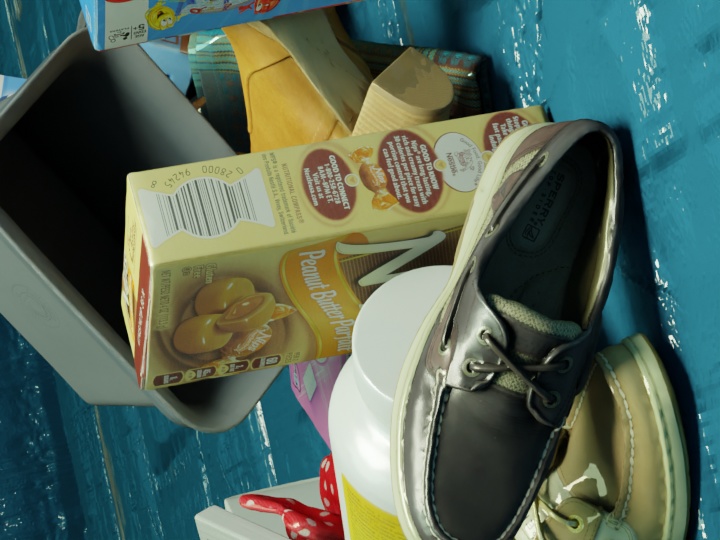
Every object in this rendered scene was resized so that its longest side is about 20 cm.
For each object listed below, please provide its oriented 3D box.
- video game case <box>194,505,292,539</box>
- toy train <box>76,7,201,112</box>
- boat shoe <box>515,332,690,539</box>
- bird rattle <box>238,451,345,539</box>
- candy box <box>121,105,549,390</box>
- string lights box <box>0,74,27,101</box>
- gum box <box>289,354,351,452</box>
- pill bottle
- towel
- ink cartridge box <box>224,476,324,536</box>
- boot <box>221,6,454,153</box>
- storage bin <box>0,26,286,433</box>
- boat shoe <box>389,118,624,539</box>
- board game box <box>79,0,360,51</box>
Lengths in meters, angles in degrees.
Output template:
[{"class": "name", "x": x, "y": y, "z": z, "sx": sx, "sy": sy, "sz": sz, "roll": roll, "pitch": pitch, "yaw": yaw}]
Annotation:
[{"class": "video game case", "x": -0.029, "y": 0.243, "z": 1.640, "sx": 0.143, "sy": 0.018, "sz": 0.201, "roll": 17, "pitch": 127, "yaw": 51}, {"class": "toy train", "x": -0.103, "y": -0.144, "z": 1.601, "sx": 0.201, "sy": 0.113, "sz": 0.087, "roll": -90, "pitch": 21, "yaw": -52}, {"class": "boat shoe", "x": 0.100, "y": 0.112, "z": 1.247, "sx": 0.074, "sy": 0.066, "sz": 0.201, "roll": -113, "pitch": 19, "yaw": -46}, {"class": "bird rattle", "x": 0.018, "y": 0.195, "z": 1.656, "sx": 0.163, "sy": 0.112, "sz": 0.201, "roll": 40, "pitch": 145, "yaw": 35}, {"class": "candy box", "x": -0.009, "y": -0.010, "z": 1.314, "sx": 0.116, "sy": 0.198, "sz": 0.056, "roll": 101, "pitch": 157, "yaw": -59}, {"class": "string lights box", "x": -0.149, "y": -0.046, "z": 1.643, "sx": 0.059, "sy": 0.198, "sz": 0.103, "roll": 115, "pitch": 161, "yaw": -61}, {"class": "gum box", "x": 0.000, "y": 0.000, "z": 1.579, "sx": 0.114, "sy": 0.066, "sz": 0.201, "roll": -126, "pitch": 28, "yaw": -58}, {"class": "pill bottle", "x": 0.043, "y": 0.090, "z": 1.330, "sx": 0.201, "sy": 0.111, "sz": 0.112, "roll": 83, "pitch": 168, "yaw": -53}, {"class": "towel", "x": -0.007, "y": -0.050, "z": 1.455, "sx": 0.199, "sy": 0.022, "sz": 0.148, "roll": 10, "pitch": 116, "yaw": 42}, {"class": "ink cartridge box", "x": -0.029, "y": 0.265, "z": 1.897, "sx": 0.146, "sy": 0.084, "sz": 0.201, "roll": -121, "pitch": 24, "yaw": -56}, {"class": "boot", "x": -0.043, "y": -0.086, "z": 1.397, "sx": 0.201, "sy": 0.071, "sz": 0.144, "roll": 40, "pitch": 140, "yaw": 17}, {"class": "storage bin", "x": -0.133, "y": -0.021, "z": 1.476, "sx": 0.200, "sy": 0.146, "sz": 0.134, "roll": 48, "pitch": 151, "yaw": -20}, {"class": "boat shoe", "x": 0.065, "y": 0.027, "z": 1.192, "sx": 0.065, "sy": 0.072, "sz": 0.201, "roll": 144, "pitch": 146, "yaw": -72}, {"class": "board game box", "x": -0.056, "y": -0.215, "z": 1.352, "sx": 0.056, "sy": 0.194, "sz": 0.201, "roll": 98, "pitch": 157, "yaw": -57}]
